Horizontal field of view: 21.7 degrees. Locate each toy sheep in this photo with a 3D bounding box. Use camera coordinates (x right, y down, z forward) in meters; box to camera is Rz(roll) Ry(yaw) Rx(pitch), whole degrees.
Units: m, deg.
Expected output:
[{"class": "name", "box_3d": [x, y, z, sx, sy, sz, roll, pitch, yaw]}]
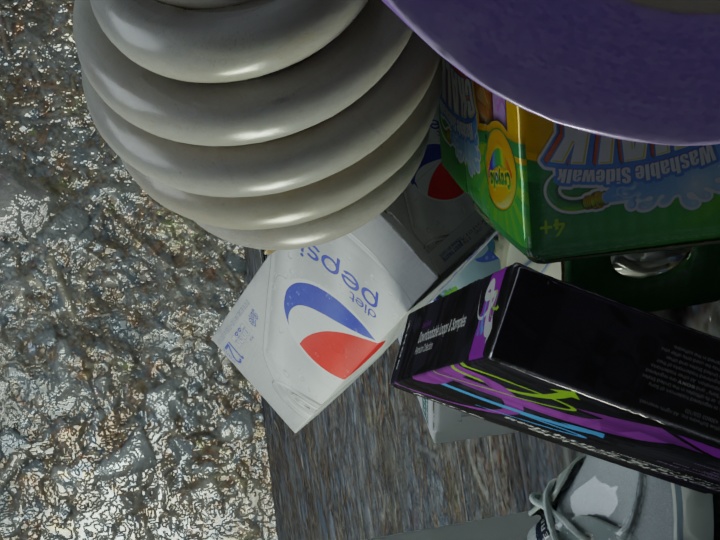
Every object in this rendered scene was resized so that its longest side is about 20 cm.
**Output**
[{"class": "toy sheep", "box_3d": [-0.036, -0.082, 0.625, 0.200, 0.137, 0.139, 65, -171, -54]}]

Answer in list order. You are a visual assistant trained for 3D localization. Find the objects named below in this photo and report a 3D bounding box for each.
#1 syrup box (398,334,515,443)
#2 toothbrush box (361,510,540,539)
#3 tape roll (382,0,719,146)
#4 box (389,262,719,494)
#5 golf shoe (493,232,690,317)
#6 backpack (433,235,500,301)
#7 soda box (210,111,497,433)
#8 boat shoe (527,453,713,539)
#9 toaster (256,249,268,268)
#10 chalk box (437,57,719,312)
[{"class": "syrup box", "box_3d": [0.055, -0.004, 1.067, 0.201, 0.081, 0.079, -109, 15, -47]}, {"class": "toothbrush box", "box_3d": [0.052, 0.206, 1.064, 0.200, 0.145, 0.086, 104, 156, -65]}, {"class": "tape roll", "box_3d": [0.073, -0.136, 0.439, 0.085, 0.199, 0.201, -118, 22, -68]}, {"class": "box", "box_3d": [0.094, 0.045, 0.664, 0.200, 0.142, 0.036, 148, 141, -82]}, {"class": "golf shoe", "box_3d": [0.103, -0.021, 0.761, 0.097, 0.078, 0.201, -116, 19, -55]}, {"class": "backpack", "box_3d": [0.035, -0.067, 0.909, 0.154, 0.163, 0.201, 31, 141, 47]}, {"class": "soda box", "box_3d": [0.000, 0.000, 0.826, 0.063, 0.068, 0.200, 47, 150, 4]}, {"class": "boat shoe", "box_3d": [0.111, 0.122, 0.841, 0.070, 0.071, 0.202, -107, 13, -47]}, {"class": "toaster", "box_3d": [-0.018, -0.072, 1.368, 0.200, 0.118, 0.182, 174, 89, -82]}, {"class": "chalk box", "box_3d": [0.094, -0.077, 0.614, 0.124, 0.124, 0.201, -122, 25, -71]}]
